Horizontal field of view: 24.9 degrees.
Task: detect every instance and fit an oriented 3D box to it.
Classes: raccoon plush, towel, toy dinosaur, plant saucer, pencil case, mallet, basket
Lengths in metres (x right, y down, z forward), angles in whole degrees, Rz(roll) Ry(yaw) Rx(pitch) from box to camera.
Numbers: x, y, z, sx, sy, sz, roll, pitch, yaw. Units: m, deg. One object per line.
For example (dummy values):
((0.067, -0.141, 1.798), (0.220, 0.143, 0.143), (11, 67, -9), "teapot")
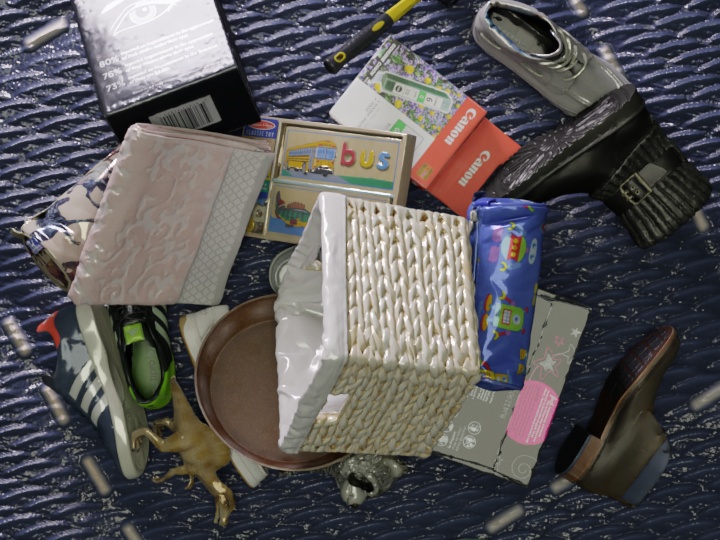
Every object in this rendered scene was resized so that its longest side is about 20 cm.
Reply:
((-0.014, 0.152, 1.750), (0.134, 0.097, 0.200), (5, 91, -7), "raccoon plush")
((-0.192, -0.051, 1.686), (0.032, 0.191, 0.200), (39, 114, 39), "towel")
((-0.186, 0.177, 1.729), (0.101, 0.058, 0.200), (-2, 122, 27), "toy dinosaur")
((-0.074, 0.120, 1.699), (0.200, 0.035, 0.201), (5, 61, -9), "plant saucer")
((0.136, 0.021, 1.637), (0.087, 0.078, 0.200), (8, 88, -28), "pencil case")
((0.029, -0.278, 1.731), (0.200, 0.041, 0.066), (-34, 85, -24), "mallet")
((0.012, 0.059, 1.615), (0.161, 0.198, 0.200), (6, 55, -15), "basket")
((-0.272, -0.075, 1.731), (0.089, 0.078, 0.200), (47, 75, -12), "pencil case")

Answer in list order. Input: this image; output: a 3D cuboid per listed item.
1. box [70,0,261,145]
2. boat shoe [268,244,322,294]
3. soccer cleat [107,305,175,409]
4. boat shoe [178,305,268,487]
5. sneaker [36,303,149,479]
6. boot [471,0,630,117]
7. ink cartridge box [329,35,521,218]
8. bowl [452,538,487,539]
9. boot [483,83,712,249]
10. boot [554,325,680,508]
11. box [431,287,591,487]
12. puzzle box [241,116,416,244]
((-0.206, -0.232, 1.698), (0.148, 0.104, 0.200), (-19, 60, 2), "box")
((0.001, 0.002, 1.756), (0.202, 0.065, 0.075), (2, 90, 2), "boat shoe")
((-0.239, 0.051, 1.751), (0.067, 0.081, 0.200), (-15, 88, 1), "soccer cleat")
((-0.131, 0.133, 1.757), (0.069, 0.071, 0.200), (-21, 91, -2), "boat shoe")
((-0.292, 0.135, 1.764), (0.084, 0.075, 0.200), (-18, 87, 11), "sneaker")
((0.207, -0.220, 1.735), (0.200, 0.096, 0.074), (29, 91, 0), "boot")
((0.076, -0.148, 1.761), (0.200, 0.050, 0.109), (38, 91, 1), "ink cartridge box")
((0.121, 0.395, 1.741), (0.200, 0.105, 0.201), (0, 91, 0), "bowl")
((0.253, -0.081, 1.741), (0.211, 0.079, 0.158), (-32, 111, 15), "boot")
((0.303, 0.160, 1.760), (0.097, 0.075, 0.200), (34, 98, -12), "boot")
((0.146, 0.111, 1.732), (0.132, 0.115, 0.200), (20, 89, 2), "box")
((-0.043, -0.091, 1.735), (0.200, 0.025, 0.133), (8, 90, 26), "puzzle box")
